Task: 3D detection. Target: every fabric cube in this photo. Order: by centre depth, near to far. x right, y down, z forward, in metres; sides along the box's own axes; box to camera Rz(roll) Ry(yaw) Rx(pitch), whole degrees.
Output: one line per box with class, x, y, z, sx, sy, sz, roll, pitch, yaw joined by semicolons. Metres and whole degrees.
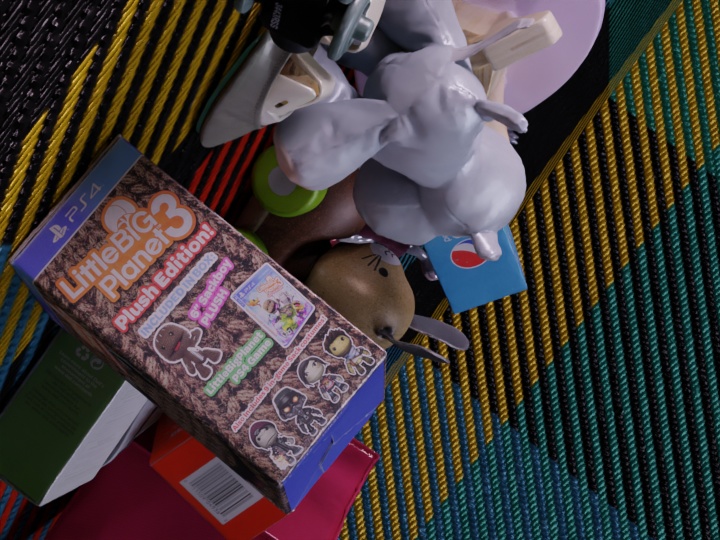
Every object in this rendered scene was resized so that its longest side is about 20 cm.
fabric cube;-0.133;0.209;1.669;0.200;0.196;0.200;-56;180;26

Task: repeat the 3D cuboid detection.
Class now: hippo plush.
hippo plush;0.048;-0.101;1.345;0.161;0.199;0.160;48;40;-50

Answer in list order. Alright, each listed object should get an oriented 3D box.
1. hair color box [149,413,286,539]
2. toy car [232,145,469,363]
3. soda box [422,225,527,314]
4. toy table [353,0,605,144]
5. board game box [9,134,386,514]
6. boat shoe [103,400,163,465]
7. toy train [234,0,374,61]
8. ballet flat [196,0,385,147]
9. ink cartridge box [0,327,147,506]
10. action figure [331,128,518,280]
hair color box;-0.096;0.108;1.559;0.061;0.102;0.200;-35;-156;19
toy car;0.000;0.000;1.559;0.158;0.200;0.164;-54;172;16
soda box;0.072;-0.059;1.629;0.068;0.064;0.200;-19;134;7
toy table;0.071;-0.152;1.449;0.200;0.184;0.117;-38;-172;28
board game box;-0.090;0.037;1.199;0.097;0.200;0.159;-50;171;-10
boat shoe;-0.140;0.061;1.488;0.202;0.075;0.086;-53;172;22
toy train;-0.009;-0.199;1.087;0.114;0.085;0.200;-62;176;-30
ballet flat;-0.034;-0.139;1.246;0.200;0.064;0.067;-56;171;28
ink cartridge box;-0.166;0.056;1.366;0.200;0.059;0.104;-54;172;11
action figure;0.029;-0.074;1.702;0.200;0.134;0.149;-39;156;26
